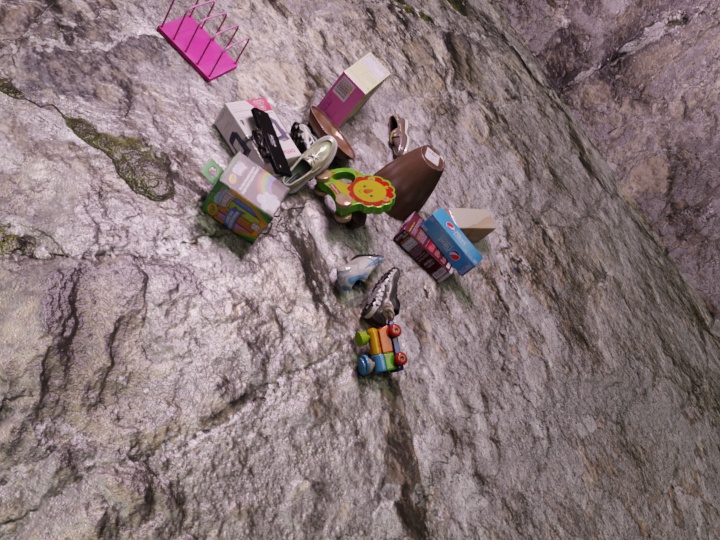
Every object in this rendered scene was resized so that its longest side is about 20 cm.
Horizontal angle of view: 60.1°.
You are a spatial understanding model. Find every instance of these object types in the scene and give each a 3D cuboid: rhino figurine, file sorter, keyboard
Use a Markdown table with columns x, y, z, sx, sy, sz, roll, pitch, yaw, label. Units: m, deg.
| x | y | z | sx | sy | sz | roll | pitch | yaw | label |
| --- | --- | --- | --- | --- | --- | --- | --- | --- | --- |
| -0.011 | -0.204 | 1.802 | 0.087 | 0.060 | 0.202 | 25 | 50 | -16 | rhino figurine |
| -0.429 | -0.660 | 1.729 | 0.200 | 0.125 | 0.139 | 45 | 42 | -4 | file sorter |
| -0.245 | -0.328 | 1.601 | 0.104 | 0.039 | 0.202 | 12 | 52 | -62 | keyboard |

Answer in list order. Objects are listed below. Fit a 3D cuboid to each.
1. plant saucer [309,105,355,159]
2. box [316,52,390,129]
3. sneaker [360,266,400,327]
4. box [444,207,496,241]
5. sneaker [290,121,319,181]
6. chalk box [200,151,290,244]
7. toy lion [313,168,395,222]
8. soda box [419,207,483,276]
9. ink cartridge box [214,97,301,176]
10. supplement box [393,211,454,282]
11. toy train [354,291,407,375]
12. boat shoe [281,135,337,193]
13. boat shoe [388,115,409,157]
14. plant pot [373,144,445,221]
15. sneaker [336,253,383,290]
| x | y | z | sx | sy | sz | roll | pitch | yaw | label |
| --- | --- | --- | --- | --- | --- | --- | --- | --- | --- |
| -0.091 | -0.401 | 1.851 | 0.201 | 0.037 | 0.201 | 47 | 16 | -17 | plant saucer |
| -0.024 | -0.565 | 1.963 | 0.097 | 0.176 | 0.200 | 44 | 43 | -6 | box |
| 0.073 | 0.077 | 1.675 | 0.090 | 0.066 | 0.201 | 42 | 47 | -12 | sneaker |
| 0.338 | -0.147 | 2.034 | 0.198 | 0.095 | 0.078 | -4 | 64 | -40 | box |
| -0.139 | -0.338 | 1.781 | 0.088 | 0.074 | 0.202 | 9 | 56 | -33 | sneaker |
| -0.297 | -0.188 | 1.508 | 0.199 | 0.124 | 0.125 | 35 | 45 | -13 | chalk box |
| -0.008 | -0.220 | 1.724 | 0.190 | 0.069 | 0.200 | -20 | 51 | -24 | toy lion |
| 0.273 | -0.086 | 1.866 | 0.201 | 0.064 | 0.068 | 51 | 40 | 2 | soda box |
| -0.273 | -0.352 | 1.669 | 0.144 | 0.084 | 0.201 | -26 | 80 | -45 | ink cartridge box |
| 0.202 | -0.071 | 1.888 | 0.200 | 0.061 | 0.109 | 44 | 42 | -8 | supplement box |
| 0.036 | 0.159 | 1.554 | 0.114 | 0.085 | 0.202 | -6 | 78 | -27 | toy train |
| -0.134 | -0.286 | 1.677 | 0.072 | 0.062 | 0.200 | 42 | 83 | -1 | boat shoe |
| 0.124 | -0.450 | 2.087 | 0.059 | 0.072 | 0.202 | 21 | 45 | -19 | boat shoe |
| 0.161 | -0.285 | 1.902 | 0.185 | 0.200 | 0.189 | 21 | 49 | -26 | plant pot |
| 0.000 | 0.000 | 1.674 | 0.199 | 0.071 | 0.073 | -28 | 114 | -53 | sneaker |
